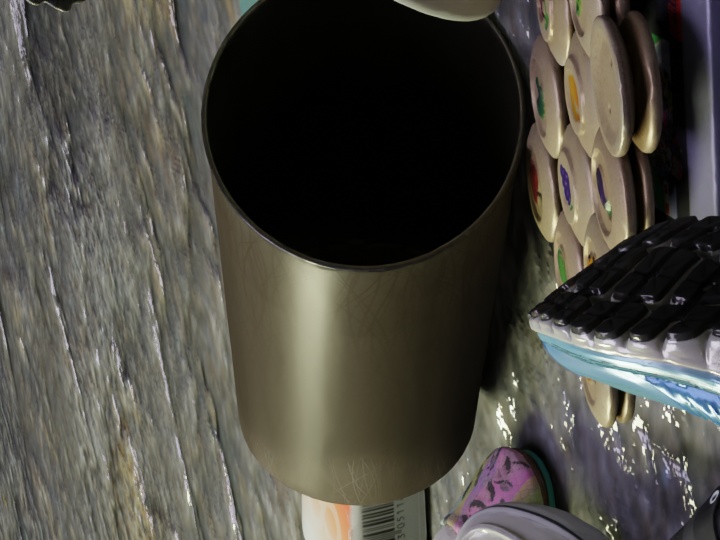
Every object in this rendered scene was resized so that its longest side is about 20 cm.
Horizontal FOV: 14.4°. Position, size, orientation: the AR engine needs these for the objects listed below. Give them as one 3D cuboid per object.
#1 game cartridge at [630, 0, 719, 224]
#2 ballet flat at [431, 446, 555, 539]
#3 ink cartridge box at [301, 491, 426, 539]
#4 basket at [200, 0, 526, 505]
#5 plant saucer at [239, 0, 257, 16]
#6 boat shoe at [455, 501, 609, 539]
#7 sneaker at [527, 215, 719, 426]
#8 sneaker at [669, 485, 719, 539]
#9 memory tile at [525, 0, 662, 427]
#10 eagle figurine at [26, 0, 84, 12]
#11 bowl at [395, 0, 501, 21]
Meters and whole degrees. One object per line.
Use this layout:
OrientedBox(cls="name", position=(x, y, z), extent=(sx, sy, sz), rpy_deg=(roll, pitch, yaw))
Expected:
OrientedBox(cls="game cartridge", position=(0.130, -0.055, 1.002), extent=(0.130, 0.038, 0.201), rpy_deg=(33, 133, 58))
OrientedBox(cls="ballet flat", position=(0.047, 0.169, 1.322), extent=(0.069, 0.071, 0.201), rpy_deg=(-121, 26, -45))
OrientedBox(cls="ink cartridge box", position=(-0.026, 0.055, 1.495), extent=(0.200, 0.050, 0.163), rpy_deg=(-139, 40, -55))
OrientedBox(cls="basket", position=(0.000, 0.000, 1.259), extent=(0.201, 0.135, 0.181), rpy_deg=(91, -179, -47))
OrientedBox(cls="plant saucer", position=(-0.020, -0.126, 1.384), extent=(0.200, 0.036, 0.201), rpy_deg=(168, 90, -72))
OrientedBox(cls="boat shoe", position=(0.083, 0.160, 1.179), extent=(0.072, 0.065, 0.200), rpy_deg=(-60, 40, 20))
OrientedBox(cls="sneaker", position=(0.134, 0.045, 0.930), extent=(0.199, 0.078, 0.090), rpy_deg=(19, 132, 46))
OrientedBox(cls="sneaker", position=(0.145, 0.113, 1.047), extent=(0.200, 0.071, 0.083), rpy_deg=(-178, 100, -70))
OrientedBox(cls="memory tile", position=(0.085, -0.050, 1.081), extent=(0.201, 0.017, 0.154), rpy_deg=(90, 171, -48))
OrientedBox(cls="eagle figurine", position=(-0.156, -0.252, 1.570), extent=(0.200, 0.150, 0.153), rpy_deg=(-113, 29, -58))
OrientedBox(cls="bowl", position=(0.009, -0.199, 1.092), extent=(0.090, 0.200, 0.202), rpy_deg=(-44, 52, 23))
